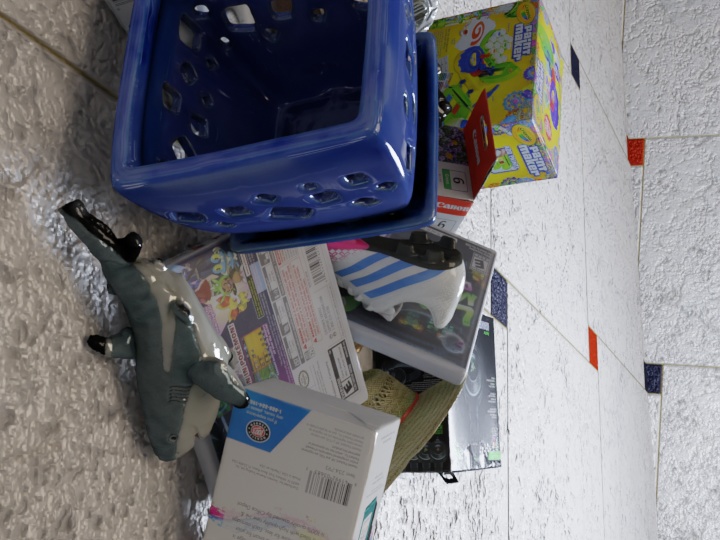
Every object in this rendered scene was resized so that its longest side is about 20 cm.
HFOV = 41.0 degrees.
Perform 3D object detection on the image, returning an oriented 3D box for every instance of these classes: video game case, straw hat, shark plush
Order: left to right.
[{"bbox_3d":[-0.149,0.044,0.673,0.091,0.083,0.201,54,-9,53],"label":"shark plush"},{"bbox_3d":[-0.082,0.061,0.807,0.182,0.023,0.201,-31,114,-41],"label":"video game case"},{"bbox_3d":[0.011,0.146,0.947,0.085,0.201,0.201,39,34,-1],"label":"straw hat"},{"bbox_3d":[0.027,0.005,0.948,0.182,0.199,0.023,-67,-179,-46],"label":"video game case"}]

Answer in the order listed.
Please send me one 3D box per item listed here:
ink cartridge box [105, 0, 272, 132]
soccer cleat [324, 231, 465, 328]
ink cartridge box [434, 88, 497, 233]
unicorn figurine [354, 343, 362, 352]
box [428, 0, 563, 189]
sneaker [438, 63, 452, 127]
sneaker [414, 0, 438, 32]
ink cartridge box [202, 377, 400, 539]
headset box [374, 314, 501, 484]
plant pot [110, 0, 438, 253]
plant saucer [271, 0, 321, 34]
[{"bbox_3d":[-0.141,-0.254,0.804,0.200,0.040,0.201,59,35,-42],"label":"ink cartridge box"},{"bbox_3d":[0.000,0.000,0.883,0.070,0.199,0.087,-32,131,-54],"label":"soccer cleat"},{"bbox_3d":[0.089,-0.102,1.088,0.200,0.050,0.109,116,-24,-51],"label":"ink cartridge box"},{"bbox_3d":[0.045,0.033,1.041,0.137,0.199,0.074,-40,137,-35],"label":"unicorn figurine"},{"bbox_3d":[0.149,-0.218,1.231,0.122,0.192,0.201,51,40,-48],"label":"box"},{"bbox_3d":[0.048,-0.146,1.047,0.077,0.110,0.201,-109,-168,-59],"label":"sneaker"},{"bbox_3d":[0.034,-0.280,1.035,0.200,0.077,0.100,85,-13,-65],"label":"sneaker"},{"bbox_3d":[-0.053,0.196,0.739,0.067,0.116,0.201,-3,108,-72],"label":"ink cartridge box"},{"bbox_3d":[0.093,0.149,1.139,0.174,0.092,0.201,20,67,-62],"label":"headset box"},{"bbox_3d":[-0.044,-0.123,0.710,0.180,0.199,0.201,46,40,-59],"label":"plant pot"},{"bbox_3d":[-0.049,-0.207,0.942,0.200,0.032,0.201,-17,90,-83],"label":"plant saucer"}]
